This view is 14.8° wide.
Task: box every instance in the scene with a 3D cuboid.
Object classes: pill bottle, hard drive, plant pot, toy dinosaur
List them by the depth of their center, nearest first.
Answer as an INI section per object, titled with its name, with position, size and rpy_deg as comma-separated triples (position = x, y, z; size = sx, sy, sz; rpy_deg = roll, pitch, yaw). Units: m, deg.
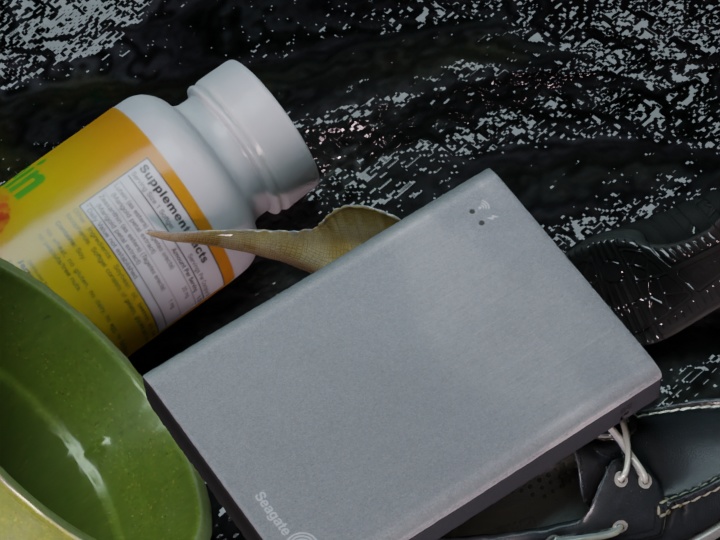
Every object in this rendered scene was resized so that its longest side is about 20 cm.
[hard drive]
position = 0.019, 0.055, 1.282
size = 0.200, 0.033, 0.140
rpy_deg = -31, 63, -15
[plant pot]
position = -0.207, 0.120, 1.316
size = 0.190, 0.200, 0.200
rpy_deg = -42, 48, 18
[toy dinosaur]
position = 0.000, 0.000, 1.396
size = 0.199, 0.101, 0.058
rpy_deg = 9, 53, 20
[pill bottle]
position = -0.124, -0.021, 1.449
size = 0.200, 0.111, 0.111
rpy_deg = -36, 51, -11

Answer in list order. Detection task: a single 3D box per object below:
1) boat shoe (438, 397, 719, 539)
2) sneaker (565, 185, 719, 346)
[boat shoe]
position = 0.106, 0.104, 1.309
size = 0.199, 0.060, 0.076
rpy_deg = -23, 50, 0
[sneaker]
position = 0.193, -0.020, 1.375
size = 0.199, 0.060, 0.104
rpy_deg = -21, 6, 37
